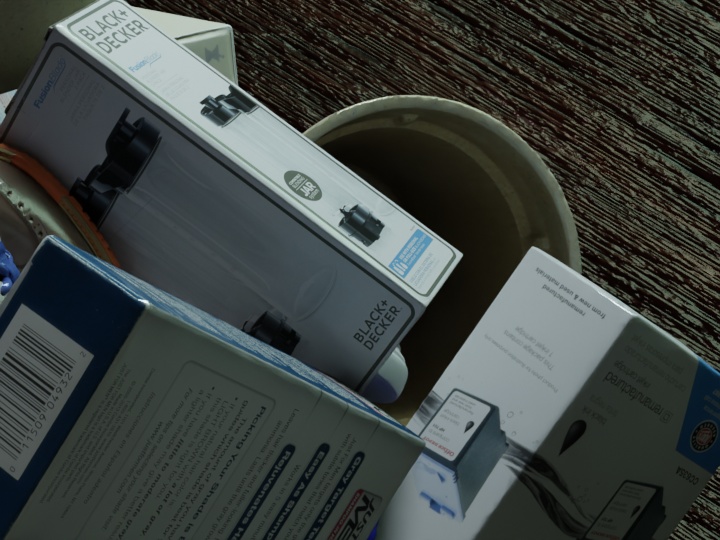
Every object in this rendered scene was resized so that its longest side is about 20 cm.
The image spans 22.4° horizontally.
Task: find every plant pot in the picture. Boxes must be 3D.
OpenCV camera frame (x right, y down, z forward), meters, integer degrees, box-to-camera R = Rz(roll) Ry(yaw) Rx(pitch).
[{"bbox_3d":[0.000,0.000,1.063,0.200,0.201,0.183,33,-6,-17],"label":"plant pot"}]

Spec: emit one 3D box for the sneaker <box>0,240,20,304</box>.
[{"bbox_3d":[-0.155,0.019,0.715,0.200,0.088,0.075,34,-1,-15],"label":"sneaker"}]

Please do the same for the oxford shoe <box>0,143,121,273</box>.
[{"bbox_3d":[-0.192,-0.027,0.772,0.200,0.071,0.073,34,30,0],"label":"oxford shoe"}]

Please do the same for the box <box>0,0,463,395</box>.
[{"bbox_3d":[-0.070,-0.017,0.810,0.200,0.117,0.060,36,31,2],"label":"box"}]

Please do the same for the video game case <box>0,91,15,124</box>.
[{"bbox_3d":[-0.224,-0.095,0.907,0.200,0.018,0.143,-5,63,-59],"label":"video game case"}]

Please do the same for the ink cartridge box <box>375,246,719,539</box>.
[{"bbox_3d":[0.094,0.110,0.947,0.146,0.200,0.086,31,3,-46],"label":"ink cartridge box"}]

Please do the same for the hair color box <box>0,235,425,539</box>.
[{"bbox_3d":[-0.065,0.070,0.686,0.061,0.100,0.200,32,0,36],"label":"hair color box"}]

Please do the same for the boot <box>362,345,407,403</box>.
[{"bbox_3d":[-0.047,-0.021,0.908,0.200,0.096,0.074,33,-23,-7],"label":"boot"}]

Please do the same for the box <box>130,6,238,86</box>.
[{"bbox_3d":[-0.158,-0.102,1.043,0.078,0.095,0.200,-19,23,-38],"label":"box"}]

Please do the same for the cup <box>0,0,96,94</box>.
[{"bbox_3d":[-0.191,-0.157,0.836,0.200,0.200,0.143,-146,-141,-64],"label":"cup"}]

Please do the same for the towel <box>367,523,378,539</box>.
[{"bbox_3d":[-0.076,0.064,0.849,0.200,0.050,0.148,30,23,-7],"label":"towel"}]
